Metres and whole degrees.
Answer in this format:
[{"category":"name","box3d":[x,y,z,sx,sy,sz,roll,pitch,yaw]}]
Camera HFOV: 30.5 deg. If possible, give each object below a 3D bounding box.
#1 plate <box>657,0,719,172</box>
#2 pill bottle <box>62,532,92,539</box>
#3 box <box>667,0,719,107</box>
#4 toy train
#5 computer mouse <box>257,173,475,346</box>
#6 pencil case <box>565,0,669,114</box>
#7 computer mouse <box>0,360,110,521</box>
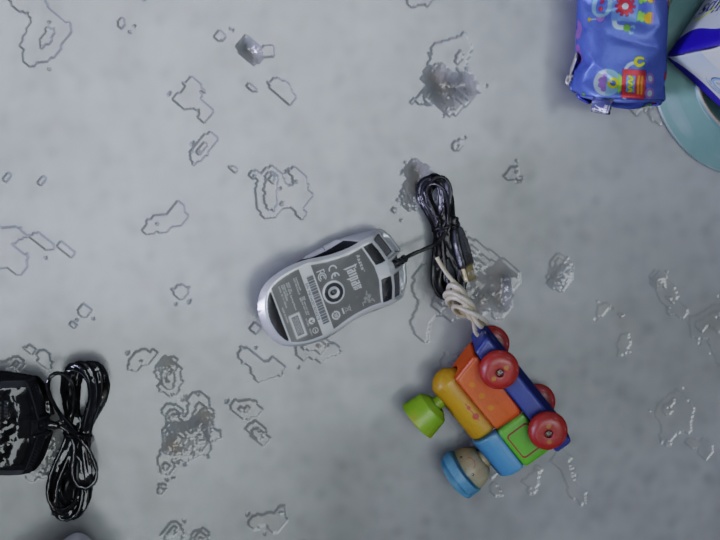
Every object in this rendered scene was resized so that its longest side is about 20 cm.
[{"category":"plate","box3d":[0.360,-0.185,1.194,0.199,0.026,0.202,-2,97,-12]},{"category":"pill bottle","box3d":[-0.282,0.316,1.077,0.199,0.112,0.112,-35,102,-6]},{"category":"box","box3d":[0.400,-0.208,1.130,0.184,0.105,0.201,38,81,-15]},{"category":"toy train","box3d":[0.083,0.097,1.148,0.116,0.085,0.200,-38,102,9]},{"category":"computer mouse","box3d":[0.000,0.000,1.135,0.199,0.044,0.110,-22,105,-14]},{"category":"pencil case","box3d":[0.221,-0.235,1.134,0.086,0.078,0.202,1,97,6]},{"category":"computer mouse","box3d":[-0.314,0.131,1.084,0.199,0.053,0.140,7,96,-23]}]
